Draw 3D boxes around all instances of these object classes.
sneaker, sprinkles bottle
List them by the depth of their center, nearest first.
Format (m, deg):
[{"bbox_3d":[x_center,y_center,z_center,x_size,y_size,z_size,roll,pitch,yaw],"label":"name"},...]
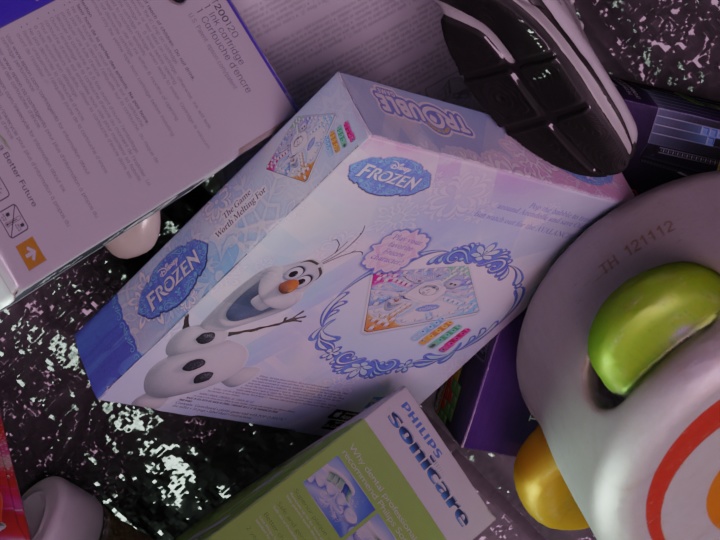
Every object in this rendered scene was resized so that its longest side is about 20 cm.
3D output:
[{"bbox_3d":[0.083,-0.146,1.261,0.115,0.076,0.201,-47,109,-27],"label":"sneaker"},{"bbox_3d":[-0.096,0.182,1.432,0.200,0.068,0.068,35,98,-24],"label":"sprinkles bottle"}]

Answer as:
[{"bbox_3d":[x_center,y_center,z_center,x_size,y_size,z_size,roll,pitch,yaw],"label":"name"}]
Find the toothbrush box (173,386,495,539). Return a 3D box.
[{"bbox_3d":[-0.052,0.155,1.327,0.145,0.200,0.086,-35,91,39],"label":"toothbrush box"}]

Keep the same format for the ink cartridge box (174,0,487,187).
[{"bbox_3d":[-0.016,-0.103,1.346,0.160,0.047,0.201,-30,131,-22],"label":"ink cartridge box"}]

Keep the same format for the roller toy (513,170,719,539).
[{"bbox_3d":[0.174,0.051,1.345,0.182,0.140,0.201,-8,132,-19],"label":"roller toy"}]

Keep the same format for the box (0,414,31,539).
[{"bbox_3d":[-0.221,0.167,1.337,0.099,0.096,0.200,-3,135,-18],"label":"box"}]

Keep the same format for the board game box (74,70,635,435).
[{"bbox_3d":[0.000,0.000,1.321,0.200,0.043,0.199,12,134,-47],"label":"board game box"}]

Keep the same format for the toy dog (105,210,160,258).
[{"bbox_3d":[-0.202,-0.058,1.218,0.200,0.139,0.195,-25,128,-45],"label":"toy dog"}]

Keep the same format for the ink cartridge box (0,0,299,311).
[{"bbox_3d":[-0.142,-0.106,1.188,0.200,0.043,0.199,-35,95,-46],"label":"ink cartridge box"}]

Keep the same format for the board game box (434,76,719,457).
[{"bbox_3d":[0.147,0.007,1.439,0.165,0.057,0.201,10,107,-20],"label":"board game box"}]
